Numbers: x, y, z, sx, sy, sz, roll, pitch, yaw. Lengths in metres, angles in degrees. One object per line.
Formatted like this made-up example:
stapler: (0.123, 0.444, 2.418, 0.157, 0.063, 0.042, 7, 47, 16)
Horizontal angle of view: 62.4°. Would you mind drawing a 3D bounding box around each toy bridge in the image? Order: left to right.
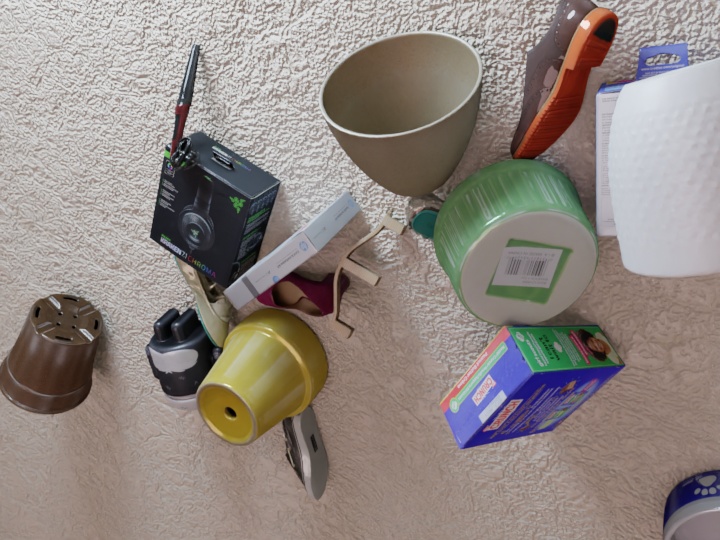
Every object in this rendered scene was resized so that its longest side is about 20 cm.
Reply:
toy bridge: (0.000, 0.000, 0.911, 0.066, 0.027, 0.203, 28, 98, 11)

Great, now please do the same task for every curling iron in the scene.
curling iron: (-0.264, -0.250, 0.916, 0.048, 0.026, 0.205, 2, 80, 11)

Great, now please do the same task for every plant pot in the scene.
plant pot: (-0.671, 0.173, 1.316, 0.199, 0.200, 0.200, 37, 118, 6)
plant pot: (-0.184, 0.200, 1.060, 0.197, 0.189, 0.204, 12, 120, 21)

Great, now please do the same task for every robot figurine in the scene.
robot figurine: (-0.342, 0.176, 1.174, 0.149, 0.123, 0.204, 24, 129, 51)

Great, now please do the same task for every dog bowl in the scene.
dog bowl: (0.535, 0.386, 0.837, 0.197, 0.079, 0.204, 13, 120, 22)

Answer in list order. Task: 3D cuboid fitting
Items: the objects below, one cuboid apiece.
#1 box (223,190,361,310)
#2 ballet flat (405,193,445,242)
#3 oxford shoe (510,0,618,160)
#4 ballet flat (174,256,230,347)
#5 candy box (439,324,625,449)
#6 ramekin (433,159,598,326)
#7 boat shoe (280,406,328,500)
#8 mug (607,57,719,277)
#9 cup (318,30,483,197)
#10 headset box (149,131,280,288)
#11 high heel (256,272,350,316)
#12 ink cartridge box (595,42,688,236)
box: (-0.104, -0.031, 0.919, 0.199, 0.156, 0.041, -35, 99, 35)
ballet flat: (0.148, -0.057, 0.819, 0.197, 0.073, 0.072, 26, 129, -21)
oxford shoe: (0.227, -0.222, 0.713, 0.073, 0.070, 0.202, 51, 135, 32)
ballet flat: (-0.279, 0.042, 1.103, 0.069, 0.069, 0.203, -21, 96, 34)
candy box: (0.231, 0.155, 0.809, 0.170, 0.197, 0.078, -58, 46, 35)
ramekin: (0.196, -0.025, 0.744, 0.195, 0.098, 0.203, -2, 126, -3)
boat shoe: (-0.113, 0.358, 1.180, 0.063, 0.071, 0.204, -2, 106, 28)
mug: (0.339, -0.109, 0.574, 0.196, 0.148, 0.179, -16, 101, 0)
cup: (0.061, -0.181, 0.753, 0.197, 0.203, 0.144, 9, 146, 24)
headset box: (-0.244, -0.107, 0.994, 0.172, 0.093, 0.202, 32, 125, 9)
high heel: (-0.117, 0.047, 1.000, 0.197, 0.096, 0.068, -12, 114, 32)
ink cartridge box: (0.339, -0.145, 0.673, 0.134, 0.076, 0.204, 2, 116, 26)
